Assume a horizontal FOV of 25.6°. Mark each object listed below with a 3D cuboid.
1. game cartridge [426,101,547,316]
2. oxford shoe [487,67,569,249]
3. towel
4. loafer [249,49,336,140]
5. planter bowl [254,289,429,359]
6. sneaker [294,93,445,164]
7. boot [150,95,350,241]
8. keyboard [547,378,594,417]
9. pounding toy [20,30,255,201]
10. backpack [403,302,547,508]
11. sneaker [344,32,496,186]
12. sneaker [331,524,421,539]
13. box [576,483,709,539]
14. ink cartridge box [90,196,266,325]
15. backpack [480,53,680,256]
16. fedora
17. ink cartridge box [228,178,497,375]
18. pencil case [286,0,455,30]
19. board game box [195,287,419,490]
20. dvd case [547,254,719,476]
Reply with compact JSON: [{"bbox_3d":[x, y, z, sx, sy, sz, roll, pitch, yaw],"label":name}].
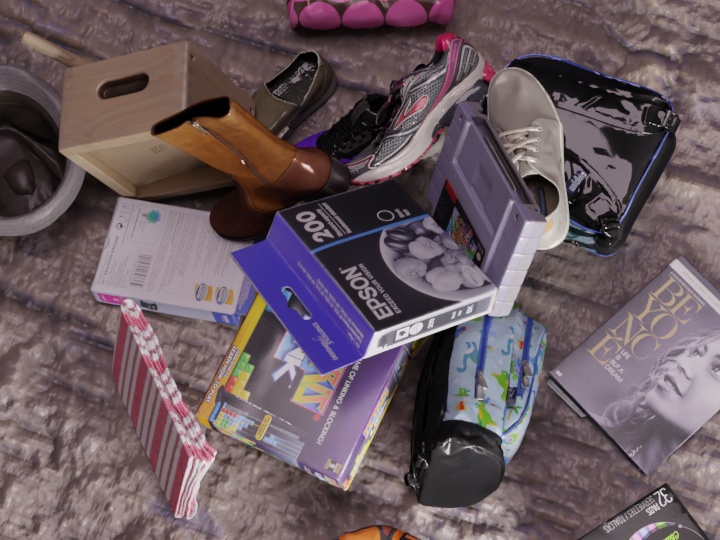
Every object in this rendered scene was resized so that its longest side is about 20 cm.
[{"bbox_3d":[0.123,-0.063,1.619,0.038,0.130,0.200,4,39,-25],"label":"game cartridge"},{"bbox_3d":[0.170,-0.120,1.620,0.075,0.058,0.201,-16,71,21],"label":"oxford shoe"},{"bbox_3d":[-0.207,0.144,1.637,0.030,0.146,0.200,-17,64,-24],"label":"towel"},{"bbox_3d":[-0.108,-0.182,1.813,0.075,0.070,0.200,34,72,18],"label":"loafer"},{"bbox_3d":[-0.008,0.037,1.694,0.200,0.083,0.201,-3,70,7],"label":"planter bowl"},{"bbox_3d":[-0.004,-0.154,1.774,0.200,0.100,0.070,-20,63,-5],"label":"sneaker"},{"bbox_3d":[-0.140,-0.101,1.643,0.188,0.200,0.069,-12,65,38],"label":"boot"},{"bbox_3d":[0.291,0.076,1.695,0.200,0.011,0.056,-39,68,-13],"label":"keyboard"},{"bbox_3d":[-0.244,-0.178,1.734,0.200,0.184,0.143,-9,67,22],"label":"pounding toy"},{"bbox_3d":[0.118,0.122,1.621,0.153,0.163,0.200,-1,58,-5],"label":"backpack"},{"bbox_3d":[0.051,-0.168,1.699,0.200,0.081,0.075,-45,107,-6],"label":"sneaker"},{"bbox_3d":[-0.010,0.339,1.574,0.112,0.078,0.200,32,61,22],"label":"sneaker"},{"bbox_3d":[0.288,0.336,1.514,0.148,0.124,0.200,-31,67,-9],"label":"box"},{"bbox_3d":[-0.187,-0.008,1.758,0.199,0.042,0.120,8,66,11],"label":"ink cartridge box"},{"bbox_3d":[0.221,-0.123,1.715,0.200,0.147,0.183,26,77,16],"label":"backpack"},{"bbox_3d":[-0.396,-0.124,1.800,0.177,0.090,0.200,-36,76,-9],"label":"fedora"},{"bbox_3d":[0.000,0.000,1.578,0.200,0.043,0.198,-20,48,-25],"label":"ink cartridge box"},{"bbox_3d":[0.012,-0.332,1.864,0.199,0.091,0.094,-3,100,1],"label":"pencil case"},{"bbox_3d":[-0.047,0.097,1.603,0.165,0.057,0.200,21,74,17],"label":"board game box"},{"bbox_3d":[0.320,0.098,1.670,0.200,0.016,0.149,-40,75,-13],"label":"dvd case"}]
